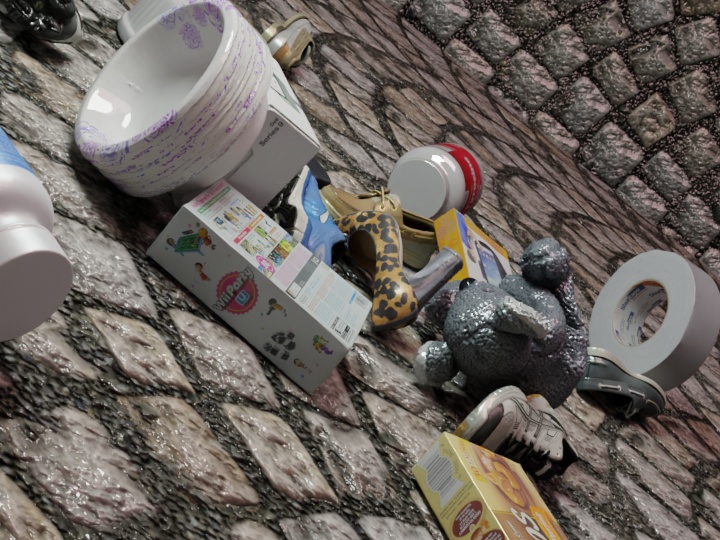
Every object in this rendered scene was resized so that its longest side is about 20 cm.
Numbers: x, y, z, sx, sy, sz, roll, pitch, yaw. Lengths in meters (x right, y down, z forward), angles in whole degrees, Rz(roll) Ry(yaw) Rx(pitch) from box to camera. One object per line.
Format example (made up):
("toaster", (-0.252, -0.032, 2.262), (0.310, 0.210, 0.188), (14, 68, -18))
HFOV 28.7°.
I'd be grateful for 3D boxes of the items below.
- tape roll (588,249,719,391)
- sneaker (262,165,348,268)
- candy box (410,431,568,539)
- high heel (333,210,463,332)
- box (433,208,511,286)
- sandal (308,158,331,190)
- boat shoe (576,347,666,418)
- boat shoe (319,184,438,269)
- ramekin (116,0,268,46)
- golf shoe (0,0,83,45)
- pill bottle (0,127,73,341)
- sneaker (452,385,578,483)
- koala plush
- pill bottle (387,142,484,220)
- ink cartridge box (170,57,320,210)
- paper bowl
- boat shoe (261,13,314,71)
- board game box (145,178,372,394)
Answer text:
("tape roll", (0.428, 0.074, 2.057), (0.066, 0.201, 0.201), (27, 21, -32))
("sneaker", (-0.063, -0.042, 1.534), (0.089, 0.078, 0.201), (44, 20, -23))
("candy box", (0.134, 0.241, 1.243), (0.115, 0.055, 0.201), (26, 22, -39))
("high heel", (0.000, 0.000, 1.594), (0.198, 0.072, 0.142), (19, 46, 36))
("box", (0.154, 0.029, 1.764), (0.119, 0.041, 0.202), (36, 30, -38))
("sandal", (-0.088, -0.123, 1.734), (0.076, 0.043, 0.200), (53, 10, 18))
("boat shoe", (0.354, 0.169, 1.937), (0.199, 0.072, 0.063), (35, 59, -41))
("boat shoe", (0.027, -0.070, 1.784), (0.199, 0.067, 0.074), (26, 21, -41))
("ramekin", (-0.204, -0.290, 1.796), (0.201, 0.095, 0.203), (36, 17, -13))
("golf shoe", (-0.380, -0.313, 1.540), (0.200, 0.078, 0.094), (46, 0, 14))
("pill bottle", (-0.283, -0.050, 0.981), (0.200, 0.113, 0.112), (48, 19, 28))
("sneaker", (0.170, 0.175, 1.458), (0.088, 0.076, 0.199), (53, 23, 24))
("koala plush", (0.153, 0.071, 1.533), (0.199, 0.176, 0.186), (6, 61, -67))
("pill bottle", (0.104, -0.122, 2.008), (0.112, 0.113, 0.200), (42, 17, 8))
("ink cartridge box", (-0.139, -0.147, 1.480), (0.084, 0.146, 0.201), (36, 17, -35))
("paper bowl", (-0.169, -0.156, 1.350), (0.104, 0.200, 0.201), (44, 11, -36))
("boat shoe", (-0.110, -0.352, 2.215), (0.068, 0.075, 0.200), (45, 24, -2))
("board game box", (-0.091, 0.010, 1.334), (0.199, 0.064, 0.148), (41, 16, -2))
